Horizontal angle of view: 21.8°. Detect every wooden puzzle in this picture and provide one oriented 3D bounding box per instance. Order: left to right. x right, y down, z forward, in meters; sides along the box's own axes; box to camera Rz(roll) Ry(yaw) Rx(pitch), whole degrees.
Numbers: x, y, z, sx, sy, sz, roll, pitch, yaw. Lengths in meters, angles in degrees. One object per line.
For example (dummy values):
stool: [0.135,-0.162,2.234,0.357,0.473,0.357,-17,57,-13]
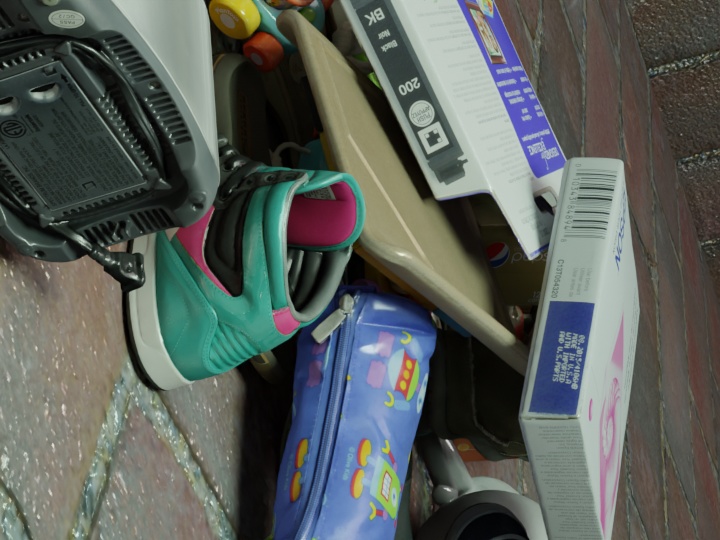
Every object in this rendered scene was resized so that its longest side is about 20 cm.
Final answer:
wooden puzzle: [0.024,-0.040,1.096,0.185,0.037,0.200,38,23,-49]

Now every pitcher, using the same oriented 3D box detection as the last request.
pitcher: [0.079,0.188,1.309,0.172,0.121,0.200,57,7,-1]

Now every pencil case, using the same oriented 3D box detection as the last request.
pencil case: [-0.011,0.099,1.041,0.087,0.078,0.200,59,37,-52]

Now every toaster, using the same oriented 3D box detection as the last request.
toaster: [-0.128,-0.098,0.808,0.200,0.113,0.129,56,24,-47]

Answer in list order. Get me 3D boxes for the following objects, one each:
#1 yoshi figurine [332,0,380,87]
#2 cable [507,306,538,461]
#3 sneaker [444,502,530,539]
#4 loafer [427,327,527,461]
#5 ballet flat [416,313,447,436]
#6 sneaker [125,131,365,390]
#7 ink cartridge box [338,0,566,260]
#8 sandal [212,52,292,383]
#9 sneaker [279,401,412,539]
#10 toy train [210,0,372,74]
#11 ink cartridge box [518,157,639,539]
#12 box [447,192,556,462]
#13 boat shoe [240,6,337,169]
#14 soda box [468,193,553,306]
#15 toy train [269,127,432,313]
yoshi figurine: [-0.010,-0.212,1.297,0.112,0.112,0.200,-84,158,-69]
cable: [0.114,0.079,1.346,0.050,0.097,0.200,-87,-177,-45]
sneaker: [0.073,0.252,1.154,0.108,0.070,0.201,-146,-114,-76]
loafer: [0.095,0.082,1.257,0.200,0.069,0.075,34,53,-66]
ballet flat: [0.029,0.024,1.308,0.200,0.067,0.064,-93,-176,-46]
sneaker: [-0.060,-0.044,0.975,0.084,0.120,0.200,46,35,-61]
ink cartridge box: [0.071,-0.102,1.170,0.200,0.043,0.198,64,21,1]
sandal: [-0.055,-0.035,1.099,0.082,0.054,0.201,39,44,-64]
sneaker: [0.000,0.150,1.136,0.106,0.075,0.201,51,40,-66]
toy train: [-0.033,-0.223,1.160,0.150,0.056,0.201,-5,82,-31]
ink cartridge box: [0.141,0.069,1.139,0.200,0.043,0.197,72,25,-47]
box: [0.125,0.043,1.415,0.200,0.124,0.098,85,1,-46]
boat shoe: [-0.017,-0.099,1.260,0.071,0.064,0.200,-84,156,-47]
soda box: [0.066,-0.051,1.293,0.200,0.068,0.064,-124,-141,-53]
toy train: [0.000,0.000,1.190,0.150,0.056,0.200,-31,106,-51]
